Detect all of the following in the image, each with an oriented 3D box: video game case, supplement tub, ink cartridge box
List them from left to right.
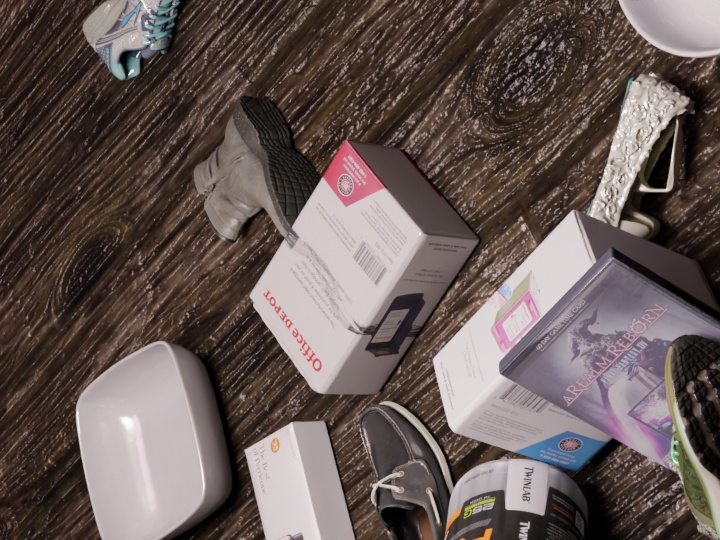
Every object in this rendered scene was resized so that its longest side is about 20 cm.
[{"bbox_3d":[0.000,0.000,1.717,0.145,0.084,0.200,52,121,35],"label":"ink cartridge box"},{"bbox_3d":[0.125,0.264,1.482,0.123,0.122,0.201,-43,22,35],"label":"supplement tub"},{"bbox_3d":[0.179,0.061,1.478,0.200,0.144,0.085,-48,37,32],"label":"ink cartridge box"},{"bbox_3d":[0.230,0.078,1.408,0.143,0.199,0.019,-49,23,31],"label":"video game case"}]

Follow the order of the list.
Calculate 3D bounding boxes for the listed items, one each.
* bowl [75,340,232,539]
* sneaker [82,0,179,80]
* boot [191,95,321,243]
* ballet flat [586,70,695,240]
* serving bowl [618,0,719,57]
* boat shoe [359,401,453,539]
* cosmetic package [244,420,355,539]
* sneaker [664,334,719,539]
[{"bbox_3d":[-0.215,0.193,1.932,0.200,0.074,0.201,-32,64,39],"label":"bowl"},{"bbox_3d":[-0.229,-0.288,1.998,0.200,0.077,0.087,-42,70,44],"label":"sneaker"},{"bbox_3d":[-0.107,-0.072,1.858,0.131,0.067,0.201,-55,44,33],"label":"boot"},{"bbox_3d":[0.228,-0.066,1.504,0.072,0.072,0.201,29,108,43],"label":"ballet flat"},{"bbox_3d":[0.298,-0.267,1.444,0.199,0.066,0.201,-5,83,45],"label":"serving bowl"},{"bbox_3d":[0.044,0.207,1.670,0.072,0.067,0.201,-46,55,35],"label":"boat shoe"},{"bbox_3d":[-0.053,0.257,1.777,0.082,0.050,0.201,-32,65,39],"label":"cosmetic package"},{"bbox_3d":[0.264,0.143,1.401,0.088,0.077,0.201,5,120,56],"label":"sneaker"}]
